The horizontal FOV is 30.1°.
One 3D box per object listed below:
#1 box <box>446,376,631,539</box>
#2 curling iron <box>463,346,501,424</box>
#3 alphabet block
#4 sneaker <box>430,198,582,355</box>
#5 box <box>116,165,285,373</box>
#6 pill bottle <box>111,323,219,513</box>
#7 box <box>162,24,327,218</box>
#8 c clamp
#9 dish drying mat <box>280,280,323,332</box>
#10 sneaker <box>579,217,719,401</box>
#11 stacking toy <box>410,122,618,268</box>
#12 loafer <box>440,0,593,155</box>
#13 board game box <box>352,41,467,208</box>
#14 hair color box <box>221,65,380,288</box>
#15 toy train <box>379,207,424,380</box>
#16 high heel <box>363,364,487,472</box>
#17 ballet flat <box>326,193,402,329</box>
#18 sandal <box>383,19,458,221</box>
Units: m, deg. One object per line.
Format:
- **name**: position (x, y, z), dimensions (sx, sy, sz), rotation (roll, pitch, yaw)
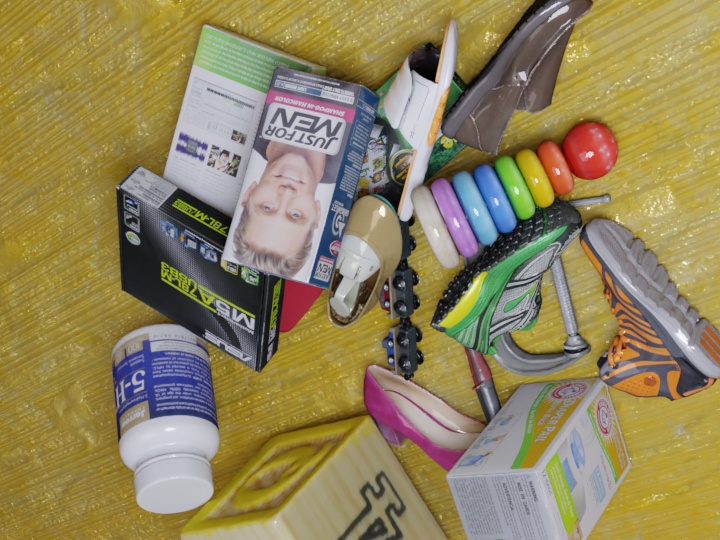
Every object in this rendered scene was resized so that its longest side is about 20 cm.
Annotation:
- **box**: position (0.184, 0.201, 1.349), dimensions (0.101, 0.200, 0.113), rotation (-9, 107, 34)
- **curling iron**: position (0.128, 0.115, 1.417), dimensions (0.025, 0.050, 0.201), rotation (-16, 92, 4)
- **alphabet block**: position (-0.048, 0.310, 1.529), dimensions (0.195, 0.196, 0.201), rotation (-21, 107, 45)
- **sneaker**: position (0.157, 0.006, 1.330), dimensions (0.085, 0.078, 0.200), rotation (33, 129, -10)
- **box**: position (-0.177, 0.001, 1.473), dimensions (0.199, 0.048, 0.194), rotation (30, 143, 13)
- **pill bottle**: position (-0.229, 0.176, 1.580), dimensions (0.120, 0.119, 0.201), rotation (-46, 44, 39)
- **box**: position (-0.129, -0.145, 1.429), dimensions (0.144, 0.036, 0.201), rotation (24, 107, 22)
- **c clamp**: position (0.184, 0.020, 1.366), dimensions (0.170, 0.027, 0.201), rotation (1, 114, 31)
- **dish drying mat**: position (-0.073, 0.005, 1.487), dimensions (0.076, 0.018, 0.200), rotation (21, 138, -16)
- **sneaker**: position (0.258, 0.050, 1.304), dimensions (0.200, 0.078, 0.112), rotation (51, 128, -1)
- **stacking toy**: position (0.152, -0.078, 1.266), dimensions (0.199, 0.085, 0.086), rotation (-24, 102, 6)
- **loafer**: position (0.157, -0.187, 1.251), dimensions (0.071, 0.073, 0.200), rotation (37, 126, -4)
- **board game box**: position (0.033, -0.129, 1.365), dimensions (0.200, 0.023, 0.105), rotation (-40, 89, 30)
- **hair color box**: position (-0.058, -0.092, 1.328), dimensions (0.099, 0.060, 0.201), rotation (15, 89, 20)
- **toy train**: position (0.040, 0.026, 1.452), dimensions (0.046, 0.034, 0.201), rotation (13, 118, 39)
- **high heel**: position (0.090, 0.161, 1.473), dimensions (0.199, 0.067, 0.096), rotation (16, 133, 40)
- **ballet flat**: position (0.000, 0.000, 1.386), dimensions (0.068, 0.063, 0.200), rotation (31, 150, 13)
- **sandal**: position (0.047, -0.144, 1.292), dimensions (0.059, 0.079, 0.208), rotation (15, 118, 0)
